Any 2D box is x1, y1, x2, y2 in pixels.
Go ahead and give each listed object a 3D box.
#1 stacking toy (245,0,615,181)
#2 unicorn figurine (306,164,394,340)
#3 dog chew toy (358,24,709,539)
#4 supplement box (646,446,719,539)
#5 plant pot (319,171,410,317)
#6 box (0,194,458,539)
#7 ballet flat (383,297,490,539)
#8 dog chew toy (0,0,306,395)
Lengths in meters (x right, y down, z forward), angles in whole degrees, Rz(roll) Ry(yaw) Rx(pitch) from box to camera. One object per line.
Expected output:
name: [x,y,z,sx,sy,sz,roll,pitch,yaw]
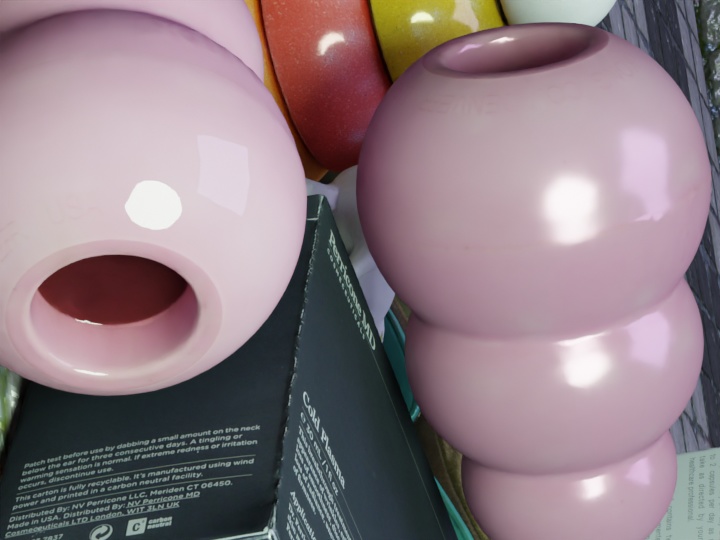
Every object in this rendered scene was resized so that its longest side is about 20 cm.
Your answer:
stacking toy: [0.011,-0.100,1.054,0.146,0.200,0.146,-11,90,-76]
unicorn figurine: [0.000,0.000,1.027,0.074,0.200,0.137,46,43,8]
dog chew toy: [0.068,0.016,0.928,0.125,0.124,0.200,-66,150,-66]
supplement box: [0.104,0.161,1.208,0.103,0.200,0.101,-79,153,-56]
plant pot: [0.039,-0.080,1.248,0.200,0.187,0.187,58,21,-18]
box: [-0.038,0.111,0.903,0.182,0.104,0.200,-81,155,-54]
ballet flat: [0.024,0.088,1.160,0.200,0.068,0.072,62,11,28]
dog chew toy: [-0.083,-0.056,0.842,0.200,0.124,0.125,-97,167,-44]
